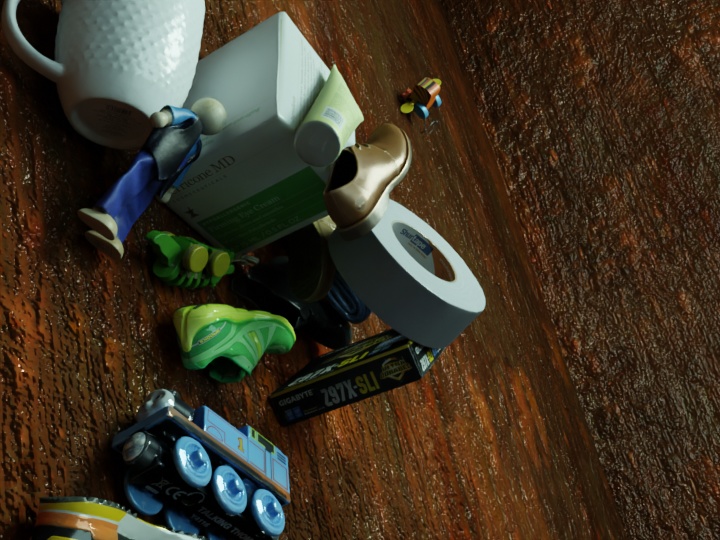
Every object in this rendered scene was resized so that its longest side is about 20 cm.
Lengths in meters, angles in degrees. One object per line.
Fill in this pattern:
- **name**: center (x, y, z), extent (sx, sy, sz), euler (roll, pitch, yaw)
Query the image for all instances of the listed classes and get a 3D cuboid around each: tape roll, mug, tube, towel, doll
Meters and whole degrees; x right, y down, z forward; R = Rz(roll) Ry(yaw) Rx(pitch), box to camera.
- **tape roll**: center (0.058, -0.001, 0.957), extent (0.200, 0.066, 0.201), euler (35, 23, -17)
- **mug**: center (-0.268, -0.233, 0.820), extent (0.199, 0.147, 0.177), euler (20, 59, -32)
- **tube**: center (-0.030, -0.175, 0.897), extent (0.200, 0.051, 0.058), euler (-72, 177, -60)
- **towel**: center (-0.021, 0.021, 1.144), extent (0.112, 0.048, 0.200), euler (50, 4, 1)
- **doll**: center (-0.205, -0.105, 0.805), extent (0.048, 0.137, 0.201), euler (29, 62, 7)

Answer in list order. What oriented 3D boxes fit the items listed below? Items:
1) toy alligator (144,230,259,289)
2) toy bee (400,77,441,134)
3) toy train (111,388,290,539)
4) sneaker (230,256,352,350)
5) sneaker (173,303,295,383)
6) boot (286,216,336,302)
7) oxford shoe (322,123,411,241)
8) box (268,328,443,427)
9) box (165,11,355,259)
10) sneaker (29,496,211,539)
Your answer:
- **toy alligator**: center (-0.180, -0.003, 0.898), extent (0.200, 0.059, 0.055), euler (17, 94, -64)
- **toy bee**: center (0.151, -0.450, 2.086), extent (0.109, 0.201, 0.131), euler (43, 54, 15)
- **toy train**: center (-0.145, 0.190, 0.743), extent (0.200, 0.086, 0.115), euler (47, 19, -36)
- **sneaker**: center (-0.086, 0.057, 1.047), extent (0.200, 0.060, 0.105), euler (51, 24, -22)
- **sneaker**: center (-0.143, 0.084, 0.885), extent (0.200, 0.073, 0.084), euler (16, 74, -62)
- **boot**: center (0.000, 0.000, 1.023), extent (0.199, 0.066, 0.176), euler (28, 37, -33)
- **oxford shoe**: center (0.008, -0.123, 0.902), extent (0.071, 0.071, 0.201), euler (54, 34, -25)
- **box**: center (0.004, 0.122, 0.994), extent (0.050, 0.199, 0.160), euler (65, 22, -5)
- **box**: center (-0.128, -0.162, 0.972), extent (0.171, 0.198, 0.201), euler (46, 30, -42)
- **sneaker**: center (-0.184, 0.247, 0.625), extent (0.200, 0.069, 0.091), euler (44, 45, -44)
